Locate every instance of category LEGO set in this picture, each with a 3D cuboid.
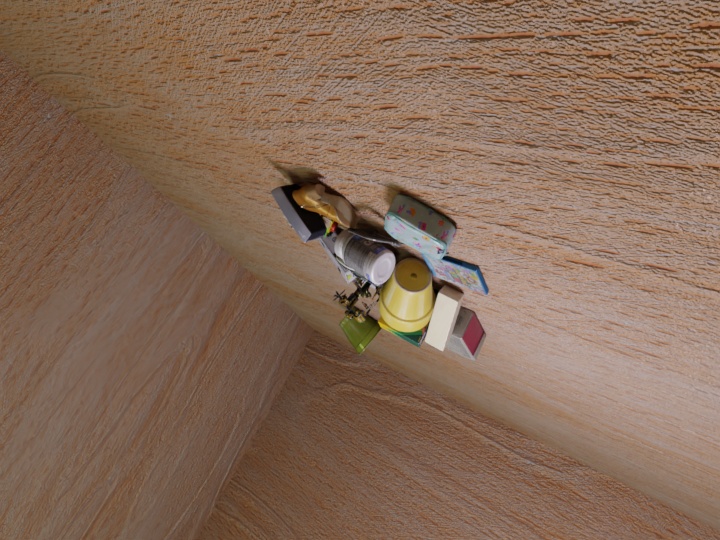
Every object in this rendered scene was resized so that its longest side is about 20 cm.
[{"bbox_3d":[-0.004,0.081,1.978,0.154,0.200,0.116,43,176,45],"label":"LEGO set"}]

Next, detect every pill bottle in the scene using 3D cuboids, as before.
[{"bbox_3d":[0.010,-0.050,1.700,0.198,0.115,0.114,32,168,37],"label":"pill bottle"}]

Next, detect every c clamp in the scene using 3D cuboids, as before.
[{"bbox_3d":[0.055,-0.101,1.633,0.166,0.028,0.198,3,-167,-34],"label":"c clamp"}]

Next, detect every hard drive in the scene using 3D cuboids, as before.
[{"bbox_3d":[-0.194,-0.192,1.709,0.042,0.134,0.203,-39,81,31],"label":"hard drive"}]

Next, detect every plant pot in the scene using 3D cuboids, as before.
[{"bbox_3d":[-0.010,0.309,2.829,0.192,0.201,0.201,43,165,3],"label":"plant pot"},{"bbox_3d":[0.163,0.069,1.751,0.196,0.203,0.191,28,149,13],"label":"plant pot"}]

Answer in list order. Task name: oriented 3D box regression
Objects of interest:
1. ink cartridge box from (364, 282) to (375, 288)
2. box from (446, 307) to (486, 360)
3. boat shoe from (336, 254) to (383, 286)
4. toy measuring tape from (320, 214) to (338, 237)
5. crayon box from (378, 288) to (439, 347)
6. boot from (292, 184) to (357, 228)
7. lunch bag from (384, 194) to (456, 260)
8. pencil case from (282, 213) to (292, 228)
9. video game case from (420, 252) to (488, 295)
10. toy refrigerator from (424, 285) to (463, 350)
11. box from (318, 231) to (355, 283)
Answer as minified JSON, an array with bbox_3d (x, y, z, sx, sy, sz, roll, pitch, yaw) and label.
[{"bbox_3d":[0.051,0.021,2.080,0.195,0.041,0.201,30,163,11],"label":"ink cartridge box"},{"bbox_3d":[0.366,0.223,1.928,0.125,0.111,0.201,20,160,36],"label":"box"},{"bbox_3d":[0.001,-0.001,1.789,0.193,0.075,0.068,19,137,18],"label":"boat shoe"},{"bbox_3d":[-0.098,-0.187,1.757,0.072,0.074,0.202,30,142,3],"label":"toy measuring tape"},{"bbox_3d":[0.182,0.141,1.878,0.168,0.204,0.059,25,164,21],"label":"crayon box"},{"bbox_3d":[-0.113,-0.200,1.657,0.200,0.073,0.142,39,157,-29],"label":"boot"},{"bbox_3d":[0.159,-0.107,1.414,0.196,0.079,0.161,31,164,7],"label":"lunch bag"},{"bbox_3d":[-0.224,-0.187,1.859,0.087,0.080,0.200,21,179,-6],"label":"pencil case"},{"bbox_3d":[0.287,0.005,1.604,0.196,0.018,0.144,22,161,37],"label":"video game case"},{"bbox_3d":[0.284,0.161,1.786,0.074,0.070,0.206,24,123,22],"label":"toy refrigerator"},{"bbox_3d":[-0.082,-0.064,1.909,0.202,0.059,0.117,54,172,17],"label":"box"}]
